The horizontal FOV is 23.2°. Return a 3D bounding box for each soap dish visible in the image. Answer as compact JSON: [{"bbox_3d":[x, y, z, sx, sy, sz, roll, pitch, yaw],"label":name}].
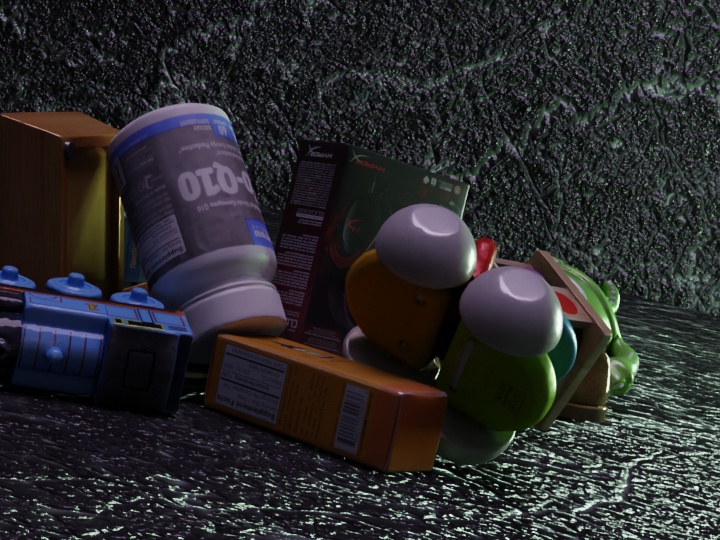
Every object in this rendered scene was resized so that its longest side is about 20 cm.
[{"bbox_3d":[-0.265,-0.037,1.529,0.080,0.202,0.157,4,6,16],"label":"soap dish"}]

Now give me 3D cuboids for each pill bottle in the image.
[{"bbox_3d":[-0.137,-0.030,1.497,0.113,0.202,0.114,-18,-18,-6],"label":"pill bottle"}]

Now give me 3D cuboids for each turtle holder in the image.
[{"bbox_3d":[0.206,0.080,1.889,0.131,0.141,0.186,-19,68,-50],"label":"turtle holder"}]

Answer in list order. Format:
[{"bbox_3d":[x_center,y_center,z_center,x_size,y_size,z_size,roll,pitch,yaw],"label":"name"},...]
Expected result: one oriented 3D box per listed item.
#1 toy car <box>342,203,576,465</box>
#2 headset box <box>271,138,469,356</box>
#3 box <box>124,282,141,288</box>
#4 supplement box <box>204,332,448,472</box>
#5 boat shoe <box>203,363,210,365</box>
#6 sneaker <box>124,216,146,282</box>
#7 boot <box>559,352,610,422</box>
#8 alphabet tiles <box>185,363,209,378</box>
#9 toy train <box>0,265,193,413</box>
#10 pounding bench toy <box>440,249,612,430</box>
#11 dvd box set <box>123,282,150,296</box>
[{"bbox_3d":[0.090,0.042,1.420,0.199,0.176,0.150,37,39,23],"label":"toy car"},{"bbox_3d":[0.000,0.000,1.556,0.148,0.202,0.075,16,-3,-37],"label":"headset box"},{"bbox_3d":[-0.259,0.012,1.737,0.199,0.050,0.076,4,46,-50],"label":"box"},{"bbox_3d":[-0.031,0.102,1.391,0.199,0.069,0.066,18,8,38],"label":"supplement box"},{"bbox_3d":[-0.135,0.051,1.578,0.199,0.073,0.062,4,11,-37],"label":"boat shoe"},{"bbox_3d":[-0.227,-0.033,1.723,0.198,0.080,0.131,13,10,-14],"label":"sneaker"},{"bbox_3d":[0.160,0.100,1.767,0.198,0.076,0.074,9,8,-18],"label":"boot"},{"bbox_3d":[-0.191,0.074,1.632,0.166,0.008,0.199,6,7,-43],"label":"alphabet tiles"},{"bbox_3d":[-0.228,0.053,1.378,0.198,0.088,0.114,10,12,-17],"label":"toy train"},{"bbox_3d":[0.115,0.036,1.656,0.155,0.125,0.200,8,35,-40],"label":"pounding bench toy"},{"bbox_3d":[-0.124,0.023,1.648,0.199,0.030,0.146,-14,-15,36],"label":"dvd box set"}]
